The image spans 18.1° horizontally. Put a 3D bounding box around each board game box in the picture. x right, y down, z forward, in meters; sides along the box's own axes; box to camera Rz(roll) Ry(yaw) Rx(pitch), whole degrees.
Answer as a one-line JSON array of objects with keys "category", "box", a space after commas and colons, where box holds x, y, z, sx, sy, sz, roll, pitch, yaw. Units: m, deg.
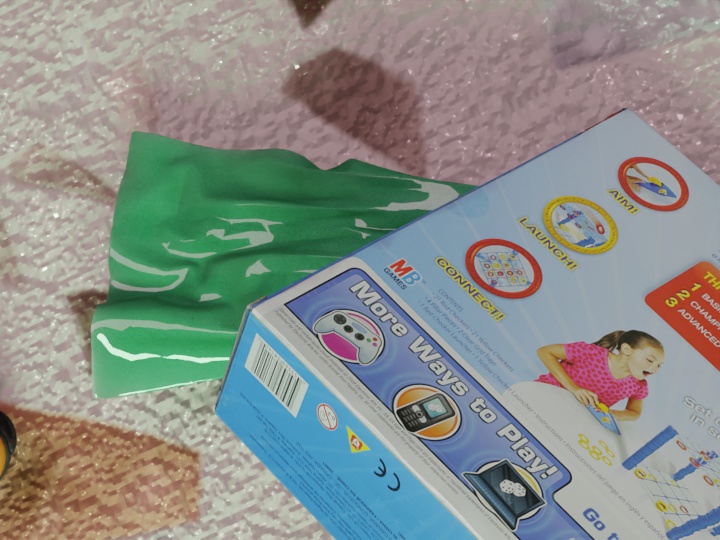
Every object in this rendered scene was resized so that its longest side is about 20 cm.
[{"category": "board game box", "box": [0.090, 0.056, 0.759, 0.196, 0.056, 0.200, -27, 62, -38]}]

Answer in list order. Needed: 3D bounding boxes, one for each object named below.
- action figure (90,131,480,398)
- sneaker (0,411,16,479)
[{"category": "action figure", "box": [0.000, 0.000, 0.892, 0.200, 0.055, 0.118, 0, 69, 13]}, {"category": "sneaker", "box": [-0.231, 0.079, 0.948, 0.200, 0.076, 0.092, 10, 82, 32]}]
